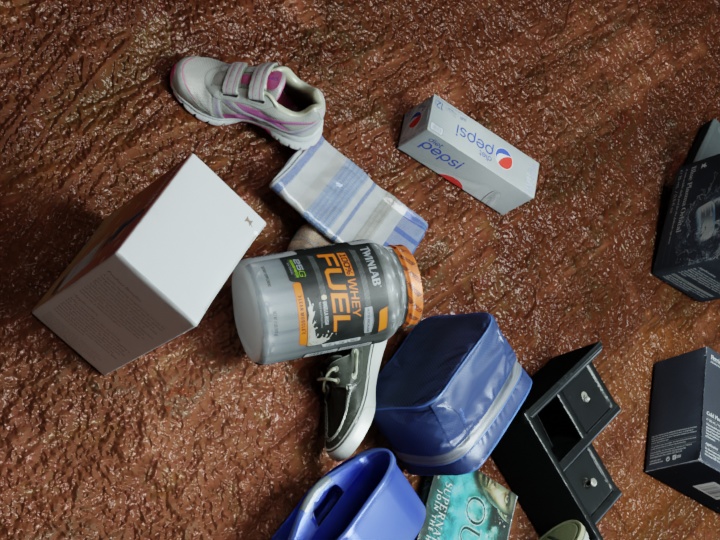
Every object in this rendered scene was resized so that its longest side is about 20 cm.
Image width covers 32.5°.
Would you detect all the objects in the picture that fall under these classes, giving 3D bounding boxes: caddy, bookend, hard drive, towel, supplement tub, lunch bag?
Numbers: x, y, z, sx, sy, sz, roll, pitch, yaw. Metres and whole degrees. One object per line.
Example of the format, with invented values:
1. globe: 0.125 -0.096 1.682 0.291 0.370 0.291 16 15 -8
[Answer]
1. caddy: -0.024 0.277 1.345 0.105 0.141 0.200 54 48 -15
2. bookend: 0.285 0.234 1.639 0.199 0.092 0.200 -33 95 -42
3. hard drive: 0.602 -0.145 2.085 0.140 0.033 0.200 46 50 -15
4. towel: -0.011 -0.080 1.532 0.200 0.024 0.147 40 37 -4
5. supplement tub: -0.037 0.032 1.407 0.199 0.123 0.123 -11 78 -19
6. lunch bag: 0.113 0.151 1.502 0.200 0.136 0.132 -49 119 -35

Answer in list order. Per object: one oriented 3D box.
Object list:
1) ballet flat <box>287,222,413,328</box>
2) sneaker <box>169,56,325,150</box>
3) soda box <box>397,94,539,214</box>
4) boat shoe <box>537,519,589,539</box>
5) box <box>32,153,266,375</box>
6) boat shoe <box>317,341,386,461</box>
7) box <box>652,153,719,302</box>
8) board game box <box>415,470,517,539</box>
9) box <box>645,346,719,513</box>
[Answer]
1. ballet flat: 0.000 0.000 1.526 0.200 0.068 0.067 32 48 -27
2. sneaker: -0.127 -0.217 1.483 0.199 0.088 0.082 14 62 -16
3. soda box: 0.150 -0.158 1.706 0.200 0.068 0.064 30 55 -27
4. boat shoe: 0.228 0.405 1.527 0.068 0.075 0.200 43 72 -21
5. box: -0.218 -0.003 1.262 0.106 0.200 0.152 44 50 -16
6. boat shoe: -0.020 0.129 1.458 0.064 0.071 0.200 34 47 -25
7. box: 0.573 -0.074 1.897 0.117 0.200 0.197 27 68 -23
8. board game box: 0.118 0.335 1.507 0.135 0.028 0.200 34 54 -23
9. box: 0.530 0.243 1.824 0.200 0.104 0.183 30 57 -26
